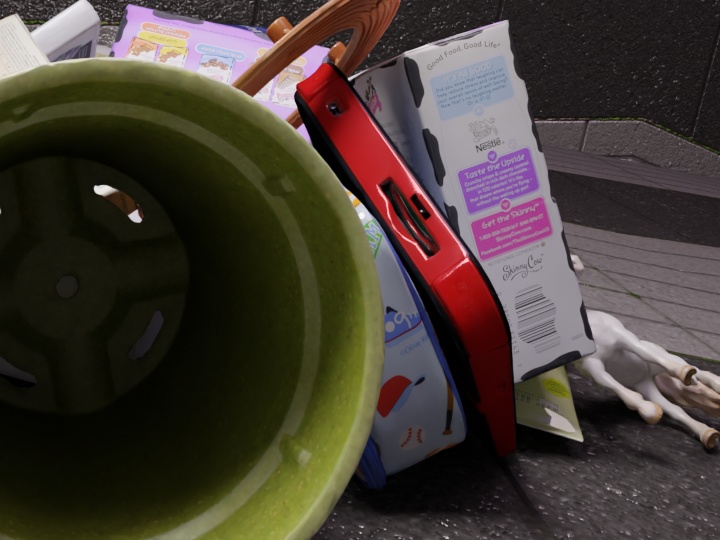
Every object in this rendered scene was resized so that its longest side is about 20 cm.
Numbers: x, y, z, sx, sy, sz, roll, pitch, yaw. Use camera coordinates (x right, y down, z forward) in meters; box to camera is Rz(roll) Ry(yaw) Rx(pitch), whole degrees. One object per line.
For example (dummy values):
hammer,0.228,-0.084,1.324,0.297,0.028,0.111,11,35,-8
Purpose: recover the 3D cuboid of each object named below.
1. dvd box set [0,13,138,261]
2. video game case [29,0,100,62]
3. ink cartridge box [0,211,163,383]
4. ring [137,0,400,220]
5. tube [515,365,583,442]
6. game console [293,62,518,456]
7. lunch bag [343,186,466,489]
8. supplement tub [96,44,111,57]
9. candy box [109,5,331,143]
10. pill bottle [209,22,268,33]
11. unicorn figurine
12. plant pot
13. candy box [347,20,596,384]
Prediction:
dvd box set,-0.237,-0.042,0.538,0.198,0.030,0.147,-31,64,-20
video game case,-0.267,-0.103,0.733,0.024,0.181,0.200,52,-18,-6
ink cartridge box,-0.199,0.000,0.623,0.196,0.086,0.145,13,14,8
ring,-0.054,-0.099,0.595,0.019,0.200,0.200,48,17,1
tube,0.118,0.066,0.721,0.057,0.053,0.200,-26,10,17
game console,0.029,-0.005,0.586,0.201,0.031,0.178,58,-4,32
lunch bag,-0.016,0.013,0.568,0.075,0.162,0.200,-28,20,-5
supplement tub,-0.254,-0.160,1.099,0.196,0.147,0.144,14,13,9
candy box,-0.120,-0.085,0.776,0.164,0.203,0.072,12,-28,-1
pill bottle,-0.129,-0.174,0.978,0.114,0.118,0.199,18,17,26
unicorn figurine,0.175,0.052,0.701,0.137,0.074,0.200,38,-9,46
plant pot,-0.115,0.020,0.434,0.196,0.205,0.184,6,4,-24
candy box,0.061,-0.042,0.665,0.070,0.204,0.168,-19,9,-13
